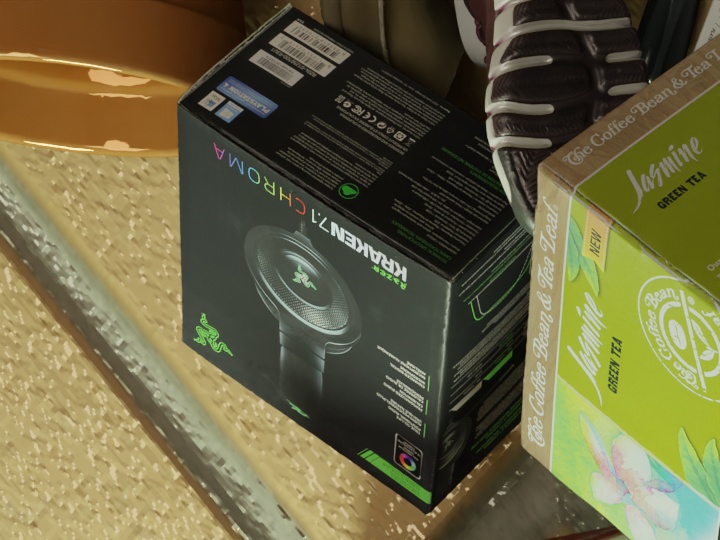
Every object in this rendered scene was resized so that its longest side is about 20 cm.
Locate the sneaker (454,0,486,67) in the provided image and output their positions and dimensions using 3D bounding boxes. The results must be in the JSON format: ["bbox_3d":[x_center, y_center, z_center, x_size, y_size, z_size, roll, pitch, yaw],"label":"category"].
[{"bbox_3d":[0.103,-0.191,1.423,0.082,0.074,0.201,20,105,33],"label":"sneaker"}]

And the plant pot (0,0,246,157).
[{"bbox_3d":[-0.145,-0.150,1.521,0.199,0.200,0.141,-1,76,31],"label":"plant pot"}]

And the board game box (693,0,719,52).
[{"bbox_3d":[0.232,-0.036,1.309,0.196,0.056,0.201,45,151,20],"label":"board game box"}]

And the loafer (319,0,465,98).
[{"bbox_3d":[0.020,-0.123,1.453,0.067,0.076,0.201,12,140,10],"label":"loafer"}]

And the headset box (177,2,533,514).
[{"bbox_3d":[0.000,0.000,1.443,0.174,0.093,0.201,34,147,22],"label":"headset box"}]

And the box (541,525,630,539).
[{"bbox_3d":[0.051,0.200,1.442,0.199,0.152,0.107,-15,86,30],"label":"box"}]

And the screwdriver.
[{"bbox_3d":[0.135,-0.053,1.442,0.029,0.028,0.201,29,109,56],"label":"screwdriver"}]

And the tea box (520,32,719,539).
[{"bbox_3d":[0.183,0.039,1.260,0.197,0.133,0.201,40,150,30],"label":"tea box"}]

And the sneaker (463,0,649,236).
[{"bbox_3d":[0.087,-0.100,1.359,0.075,0.116,0.202,0,75,-7],"label":"sneaker"}]
